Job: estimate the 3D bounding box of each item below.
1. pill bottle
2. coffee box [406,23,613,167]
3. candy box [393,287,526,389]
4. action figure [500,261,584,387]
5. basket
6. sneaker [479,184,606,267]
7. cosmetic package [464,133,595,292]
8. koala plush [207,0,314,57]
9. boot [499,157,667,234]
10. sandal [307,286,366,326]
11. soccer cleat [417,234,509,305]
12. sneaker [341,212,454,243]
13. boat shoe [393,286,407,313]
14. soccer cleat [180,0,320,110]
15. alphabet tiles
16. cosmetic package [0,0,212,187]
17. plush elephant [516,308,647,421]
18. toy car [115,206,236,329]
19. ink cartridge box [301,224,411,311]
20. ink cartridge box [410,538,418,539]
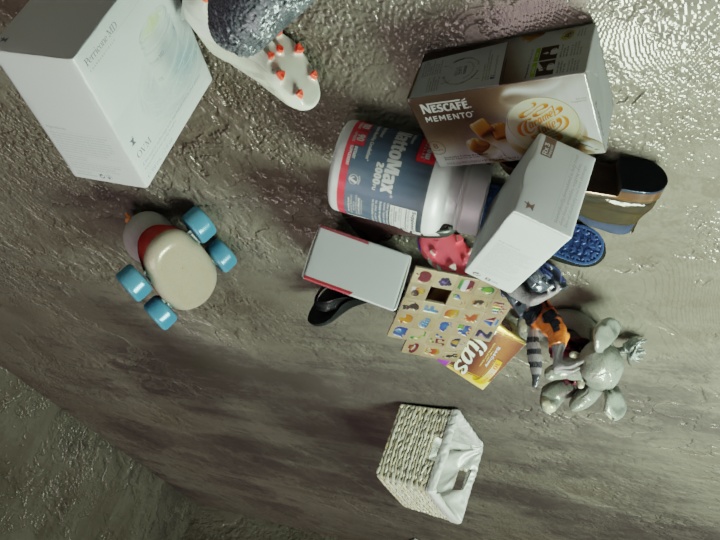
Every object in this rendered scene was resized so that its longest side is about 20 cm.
[{"bbox_3d":[0.066,-0.115,0.936,0.196,0.121,0.120,15,149,9],"label":"pill bottle"},{"bbox_3d":[0.166,-0.187,0.800,0.196,0.081,0.115,0,144,31],"label":"coffee box"},{"bbox_3d":[0.167,0.101,1.216,0.198,0.057,0.117,33,110,-21],"label":"candy box"},{"bbox_3d":[0.236,0.050,0.993,0.103,0.197,0.199,-30,162,20],"label":"action figure"},{"bbox_3d":[0.163,0.438,1.657,0.158,0.201,0.201,3,146,34],"label":"basket"},{"bbox_3d":[0.233,-0.055,0.975,0.197,0.071,0.078,28,-175,20],"label":"sneaker"},{"bbox_3d":[0.188,-0.057,0.830,0.073,0.103,0.200,23,162,0],"label":"cosmetic package"},{"bbox_3d":[-0.121,-0.330,0.692,0.176,0.185,0.201,-20,119,47],"label":"koala plush"},{"bbox_3d":[0.262,-0.095,0.890,0.196,0.076,0.098,13,146,10],"label":"boot"},{"bbox_3d":[-0.037,0.039,1.285,0.048,0.077,0.199,31,139,-28],"label":"sandal"},{"bbox_3d":[0.165,0.002,1.113,0.197,0.068,0.076,26,154,-13],"label":"soccer cleat"},{"bbox_3d":[0.057,-0.075,1.064,0.197,0.077,0.116,19,157,23],"label":"sneaker"},{"bbox_3d":[0.106,0.087,1.275,0.198,0.069,0.072,32,149,-13],"label":"boat shoe"},{"bbox_3d":[-0.132,-0.269,0.881,0.199,0.070,0.077,41,150,-17],"label":"soccer cleat"},{"bbox_3d":[0.136,0.076,1.128,0.163,0.008,0.202,11,137,-9],"label":"alphabet tiles"},{"bbox_3d":[-0.298,-0.248,0.877,0.120,0.202,0.201,10,148,19],"label":"cosmetic package"},{"bbox_3d":[0.343,0.143,1.112,0.196,0.169,0.154,-10,180,19],"label":"plush elephant"},{"bbox_3d":[-0.364,-0.036,1.323,0.199,0.184,0.178,36,163,37],"label":"toy car"},{"bbox_3d":[0.000,0.000,1.111,0.143,0.085,0.200,19,179,4],"label":"ink cartridge box"},{"bbox_3d":[0.256,1.078,2.728,0.197,0.045,0.177,25,148,-5],"label":"ink cartridge box"}]
